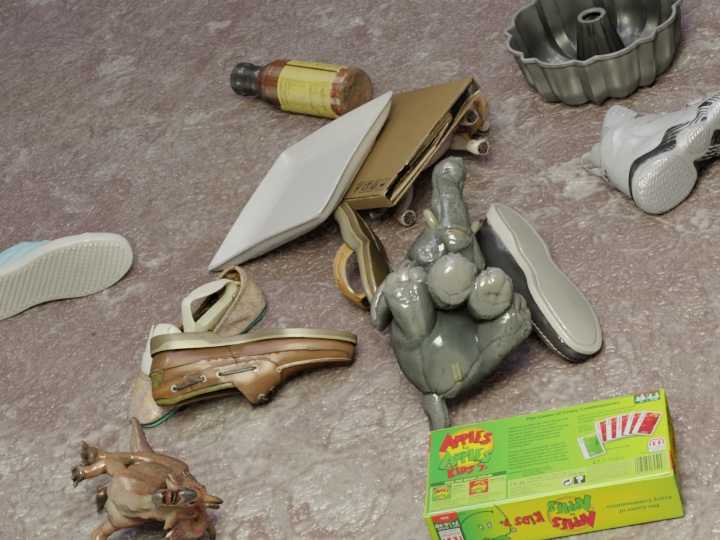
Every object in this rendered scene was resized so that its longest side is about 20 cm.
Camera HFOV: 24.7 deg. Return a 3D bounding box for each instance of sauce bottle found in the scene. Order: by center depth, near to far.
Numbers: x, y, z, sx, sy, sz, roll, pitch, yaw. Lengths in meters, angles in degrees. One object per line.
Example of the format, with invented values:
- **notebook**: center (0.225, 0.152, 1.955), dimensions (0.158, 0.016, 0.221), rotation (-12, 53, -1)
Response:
- **sauce bottle**: center (-0.075, -0.222, 1.977), dimensions (0.199, 0.066, 0.066), rotation (15, 47, 42)

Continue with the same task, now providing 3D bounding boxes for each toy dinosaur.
- **toy dinosaur**: center (-0.177, 0.193, 1.433), dimensions (0.134, 0.087, 0.200), rotation (-7, 18, 3)

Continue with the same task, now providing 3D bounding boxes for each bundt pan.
- **bundt pan**: center (0.263, -0.251, 1.818), dimensions (0.200, 0.076, 0.203), rotation (-14, 33, 9)

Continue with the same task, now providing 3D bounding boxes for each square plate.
- **square plate**: center (-0.059, -0.089, 1.746), dimensions (0.199, 0.028, 0.199), rotation (-24, 28, 46)

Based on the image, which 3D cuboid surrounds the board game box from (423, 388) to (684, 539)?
- **board game box**: center (0.153, 0.162, 1.316), dimensions (0.198, 0.048, 0.102), rotation (-12, 34, 14)

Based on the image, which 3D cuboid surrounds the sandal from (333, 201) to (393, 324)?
- **sandal**: center (0.000, 0.000, 1.614), dimensions (0.054, 0.080, 0.200), rotation (-36, 31, 6)

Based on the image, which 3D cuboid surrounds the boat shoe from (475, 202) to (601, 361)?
- **boat shoe**: center (0.154, 0.020, 1.506), dimensions (0.061, 0.073, 0.201), rotation (-53, 44, 24)

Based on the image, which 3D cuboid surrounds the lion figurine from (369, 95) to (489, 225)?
- **lion figurine**: center (0.066, -0.127, 1.758), dimensions (0.199, 0.073, 0.122), rotation (-36, 25, -13)

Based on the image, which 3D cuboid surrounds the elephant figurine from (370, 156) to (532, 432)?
- **elephant figurine**: center (0.076, 0.016, 1.478), dimensions (0.154, 0.142, 0.200), rotation (-35, 22, 7)

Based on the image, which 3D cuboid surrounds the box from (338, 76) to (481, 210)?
- **box**: center (0.029, -0.129, 1.726), dimensions (0.164, 0.021, 0.199), rotation (-53, 20, -17)

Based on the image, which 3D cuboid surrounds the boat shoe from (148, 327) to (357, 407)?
- **boat shoe**: center (-0.100, 0.094, 1.545), dimensions (0.197, 0.072, 0.069), rotation (-4, 75, 4)

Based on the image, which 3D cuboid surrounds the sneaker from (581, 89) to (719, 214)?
- **sneaker**: center (0.313, -0.141, 1.634), dimensions (0.199, 0.076, 0.115), rotation (-39, 40, -19)

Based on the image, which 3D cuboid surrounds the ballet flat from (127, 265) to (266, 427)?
- **ballet flat**: center (-0.170, 0.066, 1.615), dimensions (0.068, 0.068, 0.200), rotation (7, 43, 37)

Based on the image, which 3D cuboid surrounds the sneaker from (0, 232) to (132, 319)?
- **sneaker**: center (-0.345, -0.012, 1.819), dimensions (0.198, 0.074, 0.082), rotation (-15, 36, 7)
